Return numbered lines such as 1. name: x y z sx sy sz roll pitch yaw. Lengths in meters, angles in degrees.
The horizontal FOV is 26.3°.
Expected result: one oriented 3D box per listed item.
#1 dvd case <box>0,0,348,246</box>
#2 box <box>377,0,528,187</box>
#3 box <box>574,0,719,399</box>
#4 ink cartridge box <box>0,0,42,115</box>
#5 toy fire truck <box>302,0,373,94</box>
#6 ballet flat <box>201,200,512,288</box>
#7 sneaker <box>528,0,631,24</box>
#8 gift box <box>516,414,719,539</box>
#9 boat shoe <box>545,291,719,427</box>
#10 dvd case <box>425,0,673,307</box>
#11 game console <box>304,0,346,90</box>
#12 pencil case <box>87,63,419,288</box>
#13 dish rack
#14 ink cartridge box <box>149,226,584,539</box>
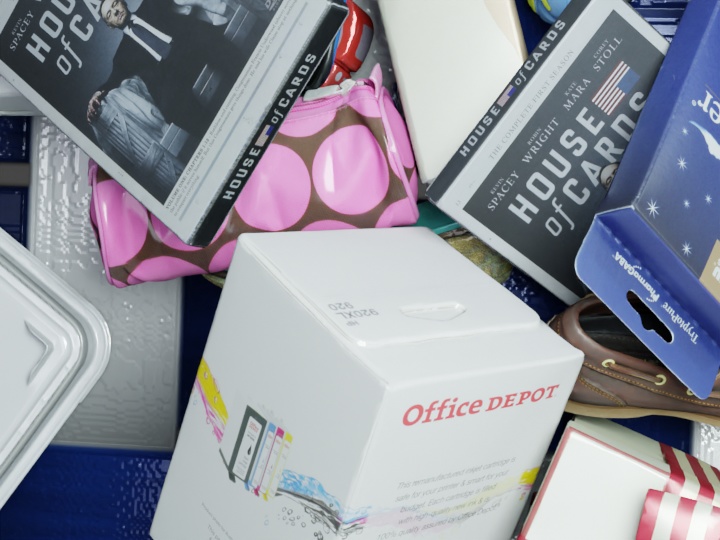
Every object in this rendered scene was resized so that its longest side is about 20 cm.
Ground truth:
1. dvd case: -0.116 -0.132 0.848 0.200 0.025 0.151 40 106 26
2. box: 0.053 -0.154 0.918 0.077 0.095 0.202 -14 89 8
3. box: 0.191 -0.045 0.824 0.121 0.032 0.201 42 60 -26
4. ink cartridge box: -0.231 -0.202 0.970 0.143 0.083 0.202 1 90 10
5. toy fire truck: -0.060 -0.213 0.959 0.199 0.049 0.142 36 95 8
6. ballet flat: 0.000 0.000 0.946 0.198 0.071 0.072 -10 88 11
7. sneaker: 0.127 -0.248 0.926 0.082 0.071 0.202 -8 86 -12
8. gift box: 0.172 0.184 0.849 0.198 0.187 0.186 19 94 10
9. boat shoe: 0.196 0.047 0.868 0.198 0.071 0.071 -1 56 -18
10. dvd case: 0.153 -0.048 0.879 0.199 0.025 0.151 34 97 -29
11. game console: -0.072 -0.212 0.876 0.169 0.118 0.202 12 91 7
12. pencil case: -0.066 -0.053 0.910 0.198 0.091 0.094 -15 124 7
13. dish rack: -0.277 0.069 1.000 0.171 0.044 0.201 38 97 7
14. ink cartridge box: -0.001 0.096 0.846 0.145 0.146 0.202 41 123 39
